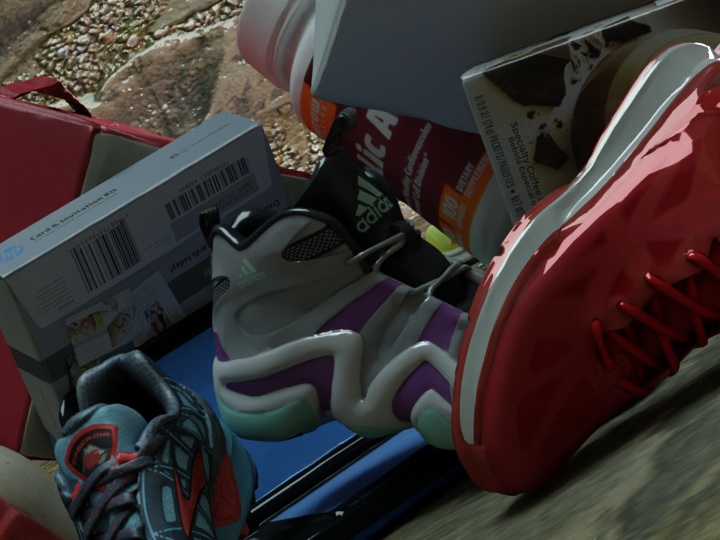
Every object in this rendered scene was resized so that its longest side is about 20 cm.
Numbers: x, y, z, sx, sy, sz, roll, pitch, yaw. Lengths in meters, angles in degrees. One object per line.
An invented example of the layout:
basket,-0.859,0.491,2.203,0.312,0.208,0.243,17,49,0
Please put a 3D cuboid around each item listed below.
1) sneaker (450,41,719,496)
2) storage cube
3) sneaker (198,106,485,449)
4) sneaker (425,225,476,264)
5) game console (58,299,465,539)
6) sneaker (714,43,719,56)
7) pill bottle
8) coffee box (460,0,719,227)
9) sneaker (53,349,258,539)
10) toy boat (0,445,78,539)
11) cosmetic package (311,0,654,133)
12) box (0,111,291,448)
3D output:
sneaker,0.122,0.005,0.888,0.115,0.078,0.200,18,73,41
storage cube,-0.157,0.002,1.286,0.180,0.201,0.171,17,3,43
sneaker,0.018,-0.001,0.993,0.200,0.140,0.078,-4,16,23
sneaker,0.110,-0.067,2.009,0.078,0.090,0.200,-36,3,-35
game console,-0.015,0.052,1.092,0.200,0.118,0.171,-33,3,-22
sneaker,0.190,-0.057,0.960,0.075,0.105,0.200,-31,3,-31
pill bottle,0.034,-0.100,1.301,0.114,0.200,0.114,-40,-26,-24
coffee box,0.161,-0.074,1.090,0.200,0.113,0.080,-20,6,12
sneaker,-0.095,0.103,0.945,0.079,0.096,0.200,-28,25,10
toy boat,-0.194,0.169,1.141,0.131,0.130,0.200,-59,15,-25
cosmetic package,0.074,-0.193,1.201,0.200,0.167,0.167,-90,14,-45
box,-0.087,0.045,1.192,0.156,0.200,0.041,-33,29,-23
